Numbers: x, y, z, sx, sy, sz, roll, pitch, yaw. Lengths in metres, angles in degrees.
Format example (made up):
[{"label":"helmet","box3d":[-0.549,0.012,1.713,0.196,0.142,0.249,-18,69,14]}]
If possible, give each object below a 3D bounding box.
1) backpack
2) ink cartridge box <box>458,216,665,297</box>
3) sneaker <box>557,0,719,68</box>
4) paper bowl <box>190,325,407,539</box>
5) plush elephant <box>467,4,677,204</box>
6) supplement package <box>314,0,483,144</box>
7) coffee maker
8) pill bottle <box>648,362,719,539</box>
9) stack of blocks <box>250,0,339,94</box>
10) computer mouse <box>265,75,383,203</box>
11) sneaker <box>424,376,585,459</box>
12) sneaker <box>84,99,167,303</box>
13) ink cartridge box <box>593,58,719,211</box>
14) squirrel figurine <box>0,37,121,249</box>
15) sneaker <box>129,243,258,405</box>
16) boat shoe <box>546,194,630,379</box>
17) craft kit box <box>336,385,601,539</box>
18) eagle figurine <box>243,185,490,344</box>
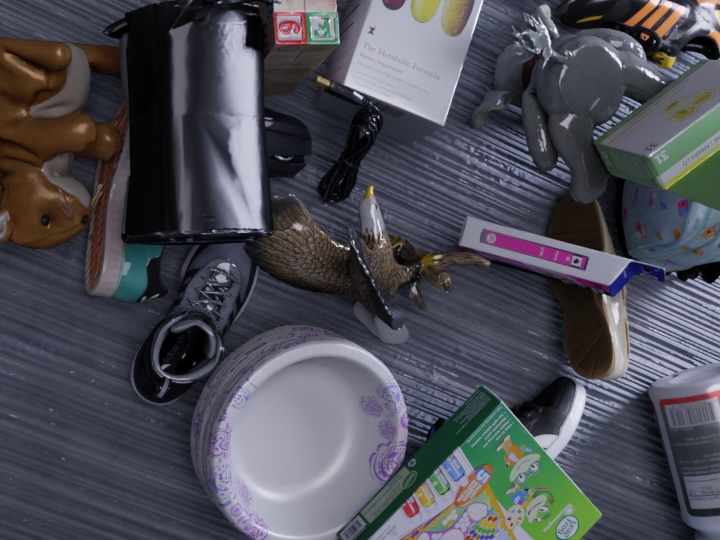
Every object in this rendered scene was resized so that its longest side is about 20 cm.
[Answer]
[{"label":"backpack","box3d":[0.344,-0.071,1.248,0.126,0.200,0.168,-2,88,-17]},{"label":"ink cartridge box","box3d":[0.202,-0.008,1.211,0.199,0.095,0.037,14,86,16]},{"label":"sneaker","box3d":[0.311,-0.263,1.318,0.199,0.070,0.090,-6,85,-19]},{"label":"paper bowl","box3d":[-0.063,0.151,1.146,0.200,0.104,0.202,-6,105,-25]},{"label":"plush elephant","box3d":[0.200,-0.186,1.248,0.200,0.155,0.165,40,87,-19]},{"label":"supplement package","box3d":[0.046,-0.246,1.218,0.113,0.109,0.201,19,81,-15]},{"label":"coffee maker","box3d":[-0.143,-0.122,1.043,0.134,0.192,0.201,-4,89,-17]},{"label":"pill bottle","box3d":[0.384,0.206,1.287,0.113,0.114,0.201,-15,91,-17]},{"label":"stack of blocks","box3d":[-0.076,-0.241,1.134,0.058,0.200,0.116,-4,86,-17]},{"label":"computer mouse","box3d":[-0.079,-0.136,1.161,0.199,0.141,0.046,24,44,-13]},{"label":"sneaker","box3d":[0.136,0.166,1.235,0.112,0.073,0.200,41,78,-13]},{"label":"sneaker","box3d":[-0.208,-0.068,1.158,0.080,0.071,0.201,12,80,-31]},{"label":"ink cartridge box","box3d":[0.323,-0.127,1.108,0.145,0.200,0.048,-36,111,-7]},{"label":"squirrel figurine","box3d":[-0.318,-0.116,1.105,0.199,0.142,0.188,5,100,6]},{"label":"sneaker","box3d":[-0.144,0.037,1.140,0.075,0.114,0.201,31,78,-13]},{"label":"boat shoe","box3d":[0.247,0.017,1.289,0.065,0.072,0.201,10,69,-51]},{"label":"craft kit box","box3d":[0.109,0.245,1.173,0.200,0.049,0.198,-46,123,-5]},{"label":"eagle figurine","box3d":[-0.002,-0.007,1.156,0.200,0.152,0.151,-8,68,-52]}]
